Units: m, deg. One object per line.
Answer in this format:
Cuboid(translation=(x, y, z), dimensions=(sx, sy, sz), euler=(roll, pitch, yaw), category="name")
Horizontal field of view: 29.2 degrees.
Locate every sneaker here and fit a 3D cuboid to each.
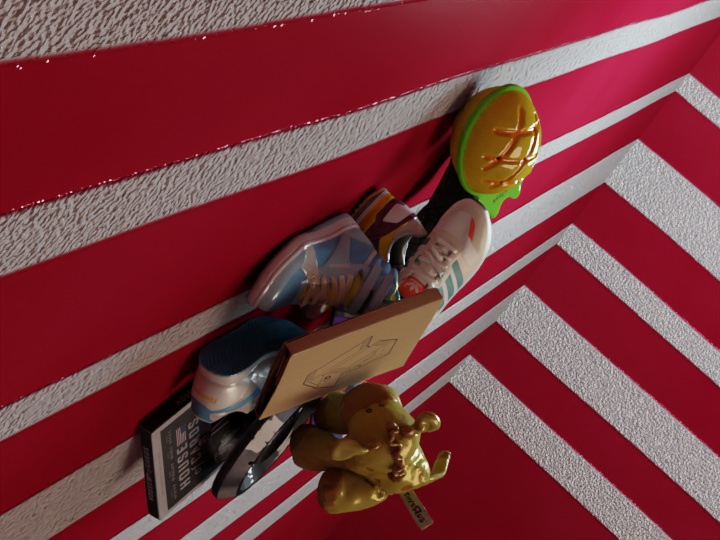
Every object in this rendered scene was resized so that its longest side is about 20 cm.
Cuboid(translation=(-0.028, 0.019, 1.535), dimensions=(0.200, 0.130, 0.080), euler=(-35, 164, -48), category="sneaker")
Cuboid(translation=(-0.124, 0.112, 1.595), dimensions=(0.199, 0.076, 0.081), euler=(-18, 136, -51), category="sneaker")
Cuboid(translation=(0.127, -0.090, 1.848), dimensions=(0.201, 0.075, 0.088), euler=(-61, 177, 0), category="sneaker")
Cuboid(translation=(0.084, 0.007, 1.626), dimensions=(0.201, 0.070, 0.093), euler=(-55, 170, 17), category="sneaker")
Cuboid(translation=(0.000, 0.000, 1.678), dimensions=(0.201, 0.090, 0.075), euler=(-55, 167, 29), category="sneaker")

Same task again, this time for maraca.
Cuboid(translation=(0.173, -0.148, 1.742), dimensions=(0.137, 0.107, 0.201), euler=(-38, 143, -18), category="maraca")

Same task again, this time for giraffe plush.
Cuboid(translation=(0.015, 0.201, 1.623), dimensions=(0.173, 0.199, 0.163), euler=(-45, 159, -19), category="giraffe plush")

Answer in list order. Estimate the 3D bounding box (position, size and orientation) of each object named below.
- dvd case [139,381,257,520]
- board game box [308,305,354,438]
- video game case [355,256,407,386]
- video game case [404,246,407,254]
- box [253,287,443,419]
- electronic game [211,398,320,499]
Cuboid(translation=(-0.182, 0.184, 1.641), dimensions=(0.200, 0.025, 0.152), euler=(-40, 145, -39), category="dvd case")
Cuboid(translation=(-0.029, 0.128, 1.802), dimensions=(0.135, 0.044, 0.202), euler=(-85, -173, -69), category="board game box")
Cuboid(translation=(0.032, 0.067, 1.999), dimensions=(0.183, 0.022, 0.201), euler=(-55, -170, 29), category="video game case")
Cuboid(translation=(0.029, 0.040, 1.811), dimensions=(0.200, 0.025, 0.183), euler=(114, -10, -80), category="video game case")
Cuboid(translation=(-0.015, 0.095, 1.549), dimensions=(0.198, 0.021, 0.164), euler=(-20, 156, -27), category="box")
Cuboid(translation=(-0.111, 0.197, 1.676), dimensions=(0.200, 0.041, 0.200), euler=(-50, 170, -12), category="electronic game")
